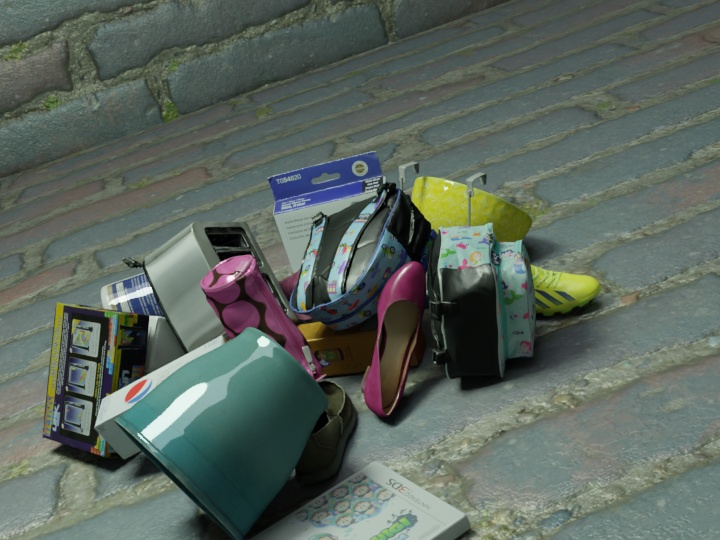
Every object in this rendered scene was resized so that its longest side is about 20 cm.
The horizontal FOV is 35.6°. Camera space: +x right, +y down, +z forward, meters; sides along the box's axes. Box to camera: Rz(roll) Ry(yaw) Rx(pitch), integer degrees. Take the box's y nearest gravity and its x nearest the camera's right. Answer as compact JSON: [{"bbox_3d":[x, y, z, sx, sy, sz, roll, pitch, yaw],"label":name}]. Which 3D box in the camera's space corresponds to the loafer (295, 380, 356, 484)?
[{"bbox_3d":[-0.051,0.189,1.423,0.075,0.070,0.200,-14,22,8],"label":"loafer"}]

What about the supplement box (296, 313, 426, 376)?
[{"bbox_3d":[-0.013,0.106,1.598,0.200,0.067,0.069,-9,23,18],"label":"supplement box"}]

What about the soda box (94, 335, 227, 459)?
[{"bbox_3d":[-0.246,0.167,1.470,0.200,0.068,0.064,-28,27,15],"label":"soda box"}]

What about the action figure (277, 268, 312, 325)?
[{"bbox_3d":[-0.099,0.024,1.735,0.200,0.149,0.134,-34,23,47],"label":"action figure"}]

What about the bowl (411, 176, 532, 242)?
[{"bbox_3d":[0.161,-0.062,1.777,0.200,0.200,0.108,14,80,52],"label":"bowl"}]

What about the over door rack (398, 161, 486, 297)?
[{"bbox_3d":[0.102,-0.056,1.677,0.148,0.200,0.067,16,15,41],"label":"over door rack"}]

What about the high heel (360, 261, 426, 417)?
[{"bbox_3d":[0.054,0.091,1.453,0.067,0.200,0.096,11,10,-17],"label":"high heel"}]

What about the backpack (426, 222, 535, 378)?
[{"bbox_3d":[0.157,0.030,1.501,0.150,0.178,0.200,-7,25,0],"label":"backpack"}]

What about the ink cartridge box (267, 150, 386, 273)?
[{"bbox_3d":[-0.039,-0.082,1.883,0.199,0.200,0.041,-13,22,12],"label":"ink cartridge box"}]

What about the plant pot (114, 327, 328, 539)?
[{"bbox_3d":[-0.144,0.176,1.288,0.188,0.200,0.200,-45,30,-16],"label":"plant pot"}]

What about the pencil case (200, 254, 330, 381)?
[{"bbox_3d":[-0.127,0.074,1.485,0.091,0.200,0.094,-43,18,-32],"label":"pencil case"}]

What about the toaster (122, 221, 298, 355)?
[{"bbox_3d":[-0.207,0.029,1.623,0.119,0.181,0.200,-37,-16,25],"label":"toaster"}]

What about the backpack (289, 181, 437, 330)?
[{"bbox_3d":[0.000,0.000,1.566,0.183,0.135,0.200,-21,35,40],"label":"backpack"}]

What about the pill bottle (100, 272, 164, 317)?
[{"bbox_3d":[-0.330,0.048,1.908,0.200,0.111,0.111,-19,22,-4],"label":"pill bottle"}]

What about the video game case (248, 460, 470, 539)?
[{"bbox_3d":[-0.011,0.291,1.216,0.200,0.024,0.182,-28,24,-24],"label":"video game case"}]

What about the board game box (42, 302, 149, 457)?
[{"bbox_3d":[-0.377,0.152,1.589,0.165,0.200,0.057,6,0,45],"label":"board game box"}]

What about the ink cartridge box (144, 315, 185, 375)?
[{"bbox_3d":[-0.326,0.117,1.691,0.200,0.084,0.145,1,-12,38],"label":"ink cartridge box"}]

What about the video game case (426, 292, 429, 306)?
[{"bbox_3d":[0.011,0.047,1.782,0.143,0.018,0.200,-25,23,-18],"label":"video game case"}]

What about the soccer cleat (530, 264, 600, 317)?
[{"bbox_3d":[0.241,0.017,1.592,0.200,0.084,0.065,-1,27,34],"label":"soccer cleat"}]
